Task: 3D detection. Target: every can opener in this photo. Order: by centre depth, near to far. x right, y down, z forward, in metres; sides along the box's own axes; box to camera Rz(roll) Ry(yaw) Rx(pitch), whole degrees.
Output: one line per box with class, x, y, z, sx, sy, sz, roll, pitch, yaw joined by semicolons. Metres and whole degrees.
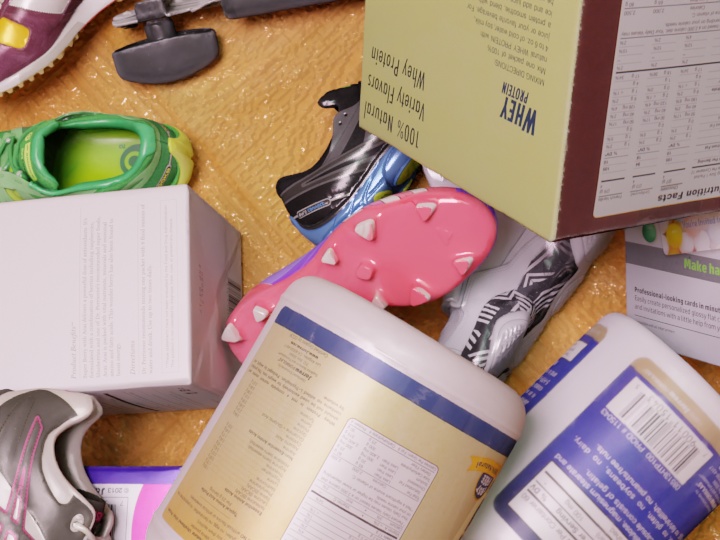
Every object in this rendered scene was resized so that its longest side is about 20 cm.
can opener;-0.075;-0.179;0.880;0.199;0.053;0.067;-13;109;9

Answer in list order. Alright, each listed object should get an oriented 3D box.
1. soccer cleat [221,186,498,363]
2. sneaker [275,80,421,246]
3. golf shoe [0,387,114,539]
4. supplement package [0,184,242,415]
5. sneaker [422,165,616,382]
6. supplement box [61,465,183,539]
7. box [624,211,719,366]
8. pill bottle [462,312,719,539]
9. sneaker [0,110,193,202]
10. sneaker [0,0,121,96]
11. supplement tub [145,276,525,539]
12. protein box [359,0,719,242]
soccer cleat;0.000;0.000;0.765;0.200;0.076;0.067;-32;100;31
sneaker;0.020;-0.105;0.826;0.083;0.071;0.200;39;88;14
golf shoe;-0.178;0.160;0.696;0.088;0.077;0.201;-10;75;3
supplement package;-0.184;0.027;0.807;0.199;0.120;0.122;-4;77;10
sneaker;0.070;-0.007;0.794;0.115;0.075;0.200;36;81;18
supplement box;-0.140;0.221;0.762;0.101;0.103;0.201;-1;75;10
box;0.208;-0.047;0.703;0.041;0.156;0.201;-8;103;-28
pill bottle;0.113;0.132;0.726;0.200;0.120;0.120;-43;73;-1
sneaker;-0.213;-0.073;0.856;0.199;0.084;0.074;-10;76;9
sneaker;-0.216;-0.204;0.874;0.200;0.090;0.075;-43;36;-8
supplement tub;-0.021;0.119;0.660;0.144;0.144;0.201;29;87;16
protein box;0.107;-0.149;0.672;0.134;0.198;0.201;-9;116;-27
